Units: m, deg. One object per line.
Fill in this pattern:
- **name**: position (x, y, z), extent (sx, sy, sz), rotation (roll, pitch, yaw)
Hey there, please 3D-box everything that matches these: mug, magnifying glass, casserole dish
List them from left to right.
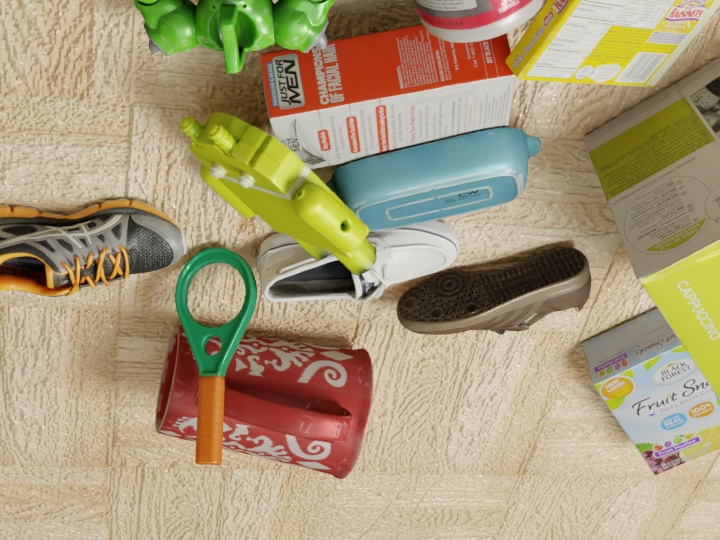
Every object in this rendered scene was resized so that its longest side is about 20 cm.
- **magnifying glass**: position (-0.138, 0.079, 1.123), extent (0.078, 0.203, 0.022), rotation (-2, 166, 14)
- **mug**: position (-0.093, 0.118, 1.195), extent (0.197, 0.135, 0.178), rotation (13, 154, -14)
- **casserole dish**: position (0.066, -0.076, 1.064), extent (0.197, 0.039, 0.121), rotation (-13, 165, 7)

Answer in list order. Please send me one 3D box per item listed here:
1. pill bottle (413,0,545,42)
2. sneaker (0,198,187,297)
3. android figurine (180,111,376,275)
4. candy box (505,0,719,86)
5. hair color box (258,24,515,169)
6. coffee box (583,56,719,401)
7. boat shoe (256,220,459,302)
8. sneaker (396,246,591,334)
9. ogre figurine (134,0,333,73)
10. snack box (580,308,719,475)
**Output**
- **pill bottle**: position (0.067, -0.275, 0.862), extent (0.109, 0.112, 0.201), rotation (-18, 134, 9)
- **sneaker**: position (-0.256, -0.011, 1.087), extent (0.197, 0.078, 0.079), rotation (-4, 133, -7)
- **android figurine**: position (-0.072, -0.067, 1.018), extent (0.200, 0.181, 0.041), rotation (42, 77, -40)
- **candy box**: position (0.208, -0.194, 0.961), extent (0.198, 0.027, 0.103), rotation (-6, 140, -45)
- **hair color box**: position (0.023, -0.145, 0.988), extent (0.197, 0.065, 0.111), rotation (-11, 161, -1)
- **coffee box**: position (0.344, -0.046, 1.065), extent (0.198, 0.199, 0.200), rotation (-29, 131, 18)
- **boat shoe**: position (0.000, 0.000, 1.146), extent (0.197, 0.066, 0.074), rotation (-9, 134, -1)
- **sneaker**: position (0.137, 0.039, 1.203), extent (0.197, 0.071, 0.076), rotation (-14, 135, 5)
- **ogre figurine**: position (-0.100, -0.221, 0.900), extent (0.197, 0.098, 0.121), rotation (-12, 124, -14)
- **snack box**: position (0.359, 0.124, 1.322), extent (0.167, 0.068, 0.200), rotation (-27, 130, 17)
